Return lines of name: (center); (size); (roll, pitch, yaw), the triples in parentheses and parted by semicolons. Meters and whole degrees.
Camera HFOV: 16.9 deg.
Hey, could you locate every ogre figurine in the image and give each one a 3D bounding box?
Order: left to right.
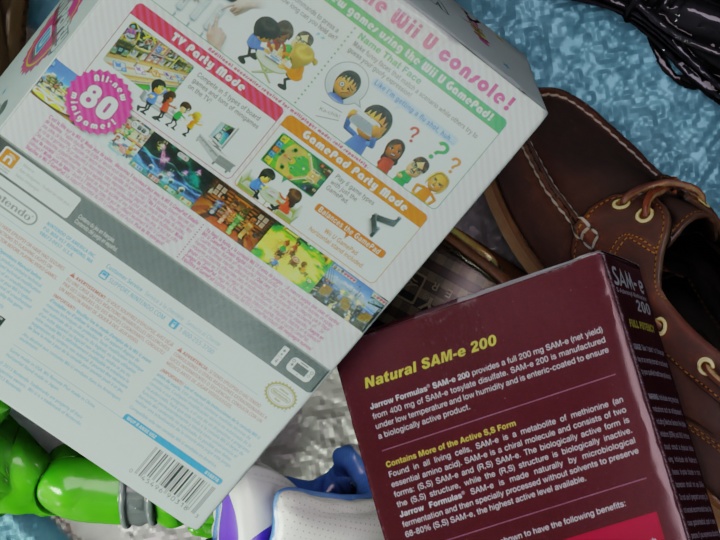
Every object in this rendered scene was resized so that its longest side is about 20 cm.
ogre figurine: (-0.133, 0.025, 0.940); (0.119, 0.200, 0.099); (-14, 46, 12)

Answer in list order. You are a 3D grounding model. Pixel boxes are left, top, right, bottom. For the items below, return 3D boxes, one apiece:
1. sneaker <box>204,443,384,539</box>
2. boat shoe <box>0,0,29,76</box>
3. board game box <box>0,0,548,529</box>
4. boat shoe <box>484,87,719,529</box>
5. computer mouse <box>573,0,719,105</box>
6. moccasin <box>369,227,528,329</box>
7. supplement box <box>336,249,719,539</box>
sneaker: (-0.054, 0.146, 0.907); (0.199, 0.080, 0.147); (-26, 110, -32)
boat shoe: (-0.176, -0.105, 0.971); (0.065, 0.072, 0.201); (21, 93, 40)
board game box: (-0.055, -0.032, 0.843); (0.147, 0.064, 0.200); (36, 107, -17)
boat shoe: (0.117, 0.001, 0.920); (0.070, 0.070, 0.200); (-18, 62, -32)
computer mouse: (0.161, -0.174, 0.960); (0.138, 0.053, 0.201); (34, 90, 3)
moccasin: (-0.001, 0.001, 0.951); (0.201, 0.078, 0.074); (33, 93, 3)
supplement box: (0.071, 0.105, 0.856); (0.108, 0.061, 0.201); (-18, 80, 18)
